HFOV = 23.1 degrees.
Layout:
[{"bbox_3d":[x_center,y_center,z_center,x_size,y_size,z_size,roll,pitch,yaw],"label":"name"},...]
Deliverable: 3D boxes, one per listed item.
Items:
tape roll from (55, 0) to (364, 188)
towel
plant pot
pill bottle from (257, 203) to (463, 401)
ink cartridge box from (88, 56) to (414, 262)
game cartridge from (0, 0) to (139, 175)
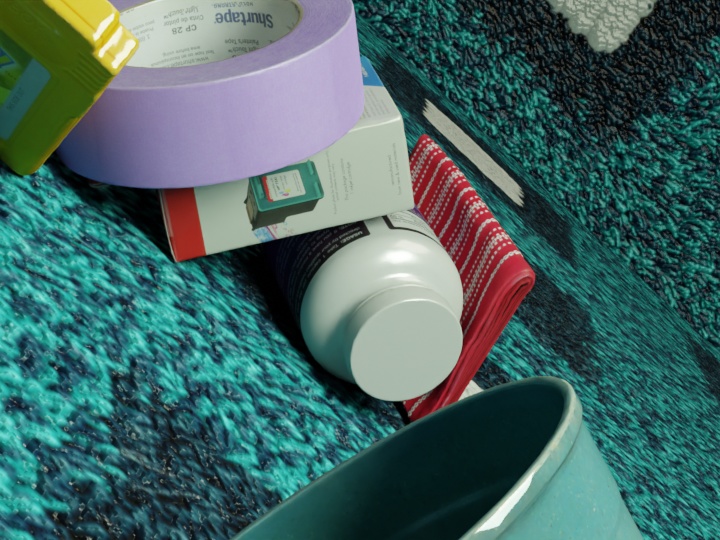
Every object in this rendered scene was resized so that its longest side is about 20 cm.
[{"bbox_3d":[-0.098,-0.123,1.095,0.201,0.198,0.066,-115,-166,-61],"label":"tape roll"},{"bbox_3d":[0.046,0.008,1.244,0.022,0.145,0.200,19,22,-31],"label":"towel"},{"bbox_3d":[0.032,0.169,0.567,0.189,0.199,0.200,57,10,-7],"label":"plant pot"},{"bbox_3d":[0.000,0.000,1.189,0.112,0.113,0.201,35,15,-33],"label":"pill bottle"},{"bbox_3d":[-0.075,-0.071,1.137,0.116,0.198,0.068,-114,-167,-61],"label":"ink cartridge box"},{"bbox_3d":[-0.210,-0.138,0.906,0.176,0.033,0.200,41,-23,-9],"label":"game cartridge"}]
